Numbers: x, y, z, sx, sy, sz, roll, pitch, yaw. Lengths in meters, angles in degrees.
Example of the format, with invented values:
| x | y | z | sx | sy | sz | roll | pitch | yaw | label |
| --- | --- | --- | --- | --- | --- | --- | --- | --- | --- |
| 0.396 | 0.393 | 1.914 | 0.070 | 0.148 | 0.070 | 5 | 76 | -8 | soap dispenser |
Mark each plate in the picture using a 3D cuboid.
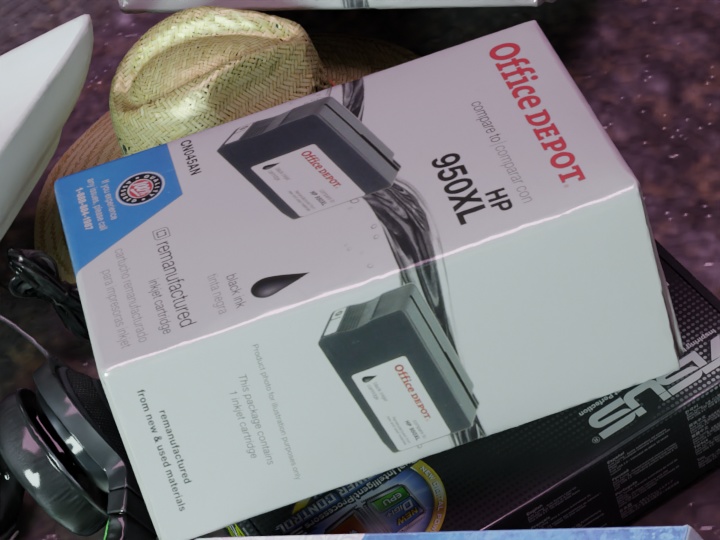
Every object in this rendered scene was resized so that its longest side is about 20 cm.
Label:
| x | y | z | sx | sy | sz | roll | pitch | yaw | label |
| --- | --- | --- | --- | --- | --- | --- | --- | --- | --- |
| -0.201 | -0.004 | 1.185 | 0.200 | 0.032 | 0.200 | -21 | 34 | 47 | plate |

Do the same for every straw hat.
| x | y | z | sx | sy | sz | roll | pitch | yaw | label |
| --- | --- | --- | --- | --- | --- | --- | --- | --- | --- |
| -0.058 | -0.066 | 1.204 | 0.200 | 0.085 | 0.202 | -11 | 44 | 10 | straw hat |

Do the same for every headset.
| x | y | z | sx | sy | sz | roll | pitch | yaw | label |
| --- | --- | --- | --- | --- | --- | --- | --- | --- | --- |
| -0.130 | 0.081 | 1.105 | 0.123 | 0.094 | 0.201 | -17 | 55 | 22 | headset |

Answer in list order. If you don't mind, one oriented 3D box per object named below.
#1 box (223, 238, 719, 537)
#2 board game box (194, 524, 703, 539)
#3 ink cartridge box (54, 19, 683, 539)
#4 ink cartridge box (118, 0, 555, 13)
| x | y | z | sx | sy | sz | roll | pitch | yaw | label |
| --- | --- | --- | --- | --- | --- | --- | --- | --- | --- |
| 0.036 | 0.051 | 1.084 | 0.199 | 0.044 | 0.160 | -31 | 44 | -11 | box |
| 0.008 | 0.180 | 0.908 | 0.199 | 0.043 | 0.200 | -6 | 55 | 34 | board game box |
| 0.000 | 0.000 | 1.034 | 0.199 | 0.085 | 0.145 | -19 | 32 | -3 | ink cartridge box |
| 0.005 | -0.173 | 1.256 | 0.199 | 0.084 | 0.145 | 1 | 21 | 21 | ink cartridge box |
